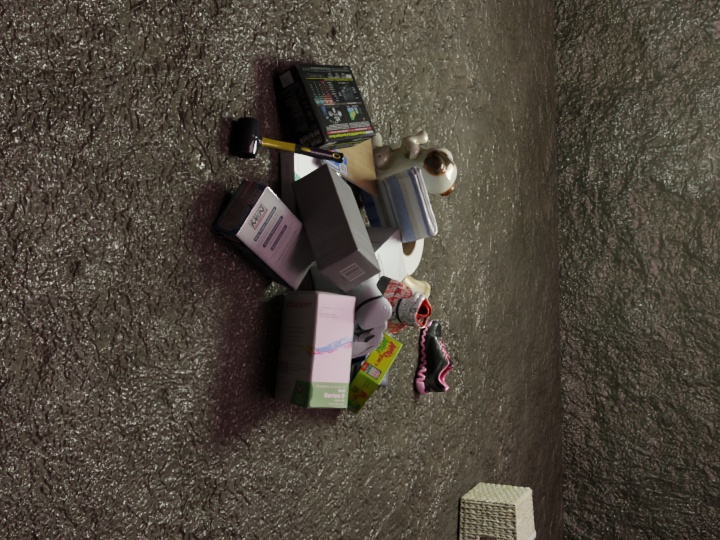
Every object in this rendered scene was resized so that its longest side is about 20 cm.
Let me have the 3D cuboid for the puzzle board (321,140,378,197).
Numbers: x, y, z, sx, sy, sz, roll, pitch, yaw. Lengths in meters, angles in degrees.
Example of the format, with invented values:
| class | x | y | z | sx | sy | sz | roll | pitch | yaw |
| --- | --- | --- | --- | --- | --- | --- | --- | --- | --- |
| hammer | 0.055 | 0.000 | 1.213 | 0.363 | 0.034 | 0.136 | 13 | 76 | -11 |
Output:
| class | x | y | z | sx | sy | sz | roll | pitch | yaw |
| --- | --- | --- | --- | --- | --- | --- | --- | --- | --- |
| puzzle board | -0.030 | -0.248 | 1.475 | 0.200 | 0.017 | 0.151 | 23 | 54 | -53 |

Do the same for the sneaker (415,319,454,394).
| class | x | y | z | sx | sy | sz | roll | pitch | yaw |
| --- | --- | --- | --- | --- | --- | --- | --- | --- | --- |
| sneaker | 0.207 | 0.231 | 1.914 | 0.079 | 0.095 | 0.201 | 26 | 67 | -57 |

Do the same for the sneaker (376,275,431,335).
| class | x | y | z | sx | sy | sz | roll | pitch | yaw |
| --- | --- | --- | --- | --- | --- | --- | --- | --- | --- |
| sneaker | 0.080 | 0.097 | 1.424 | 0.067 | 0.108 | 0.202 | -56 | 161 | -31 |

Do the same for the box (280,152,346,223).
| class | x | y | z | sx | sy | sz | roll | pitch | yaw |
| --- | --- | --- | --- | --- | --- | --- | --- | --- | --- |
| box | -0.087 | -0.152 | 1.409 | 0.200 | 0.036 | 0.145 | -8 | 99 | -60 |

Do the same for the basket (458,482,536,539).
| class | x | y | z | sx | sy | sz | roll | pitch | yaw |
| --- | --- | --- | --- | --- | --- | --- | --- | --- | --- |
| basket | 0.422 | 0.767 | 2.239 | 0.200 | 0.197 | 0.162 | -1 | 89 | -61 |

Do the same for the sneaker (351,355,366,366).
| class | x | y | z | sx | sy | sz | roll | pitch | yaw |
| --- | --- | --- | --- | --- | --- | --- | --- | --- | --- |
| sneaker | -0.014 | 0.168 | 1.509 | 0.200 | 0.088 | 0.076 | -22 | 109 | -61 |

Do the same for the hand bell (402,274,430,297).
| class | x | y | z | sx | sy | sz | roll | pitch | yaw |
| --- | --- | --- | --- | --- | --- | --- | --- | --- | --- |
| hand bell | 0.066 | -0.003 | 1.655 | 0.200 | 0.104 | 0.104 | 51 | 46 | -28 |

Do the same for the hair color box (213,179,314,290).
| class | x | y | z | sx | sy | sz | roll | pitch | yaw |
| --- | --- | --- | --- | --- | --- | --- | --- | --- | --- |
| hair color box | -0.154 | -0.058 | 1.242 | 0.100 | 0.060 | 0.200 | -60 | 145 | -14 |

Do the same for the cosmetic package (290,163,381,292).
| class | x | y | z | sx | sy | sz | roll | pitch | yaw |
| --- | --- | --- | --- | --- | --- | --- | --- | --- | --- |
| cosmetic package | -0.044 | -0.077 | 1.283 | 0.107 | 0.090 | 0.201 | 41 | 23 | -55 |

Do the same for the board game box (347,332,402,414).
| class | x | y | z | sx | sy | sz | roll | pitch | yaw |
| --- | --- | --- | --- | --- | --- | --- | --- | --- | --- |
| board game box | 0.018 | 0.215 | 1.484 | 0.102 | 0.048 | 0.200 | -56 | 176 | -30 |

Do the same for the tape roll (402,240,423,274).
| class | x | y | z | sx | sy | sz | roll | pitch | yaw |
| --- | --- | --- | --- | --- | --- | --- | --- | --- | --- |
| tape roll | 0.100 | -0.087 | 1.758 | 0.203 | 0.037 | 0.204 | -7 | 97 | -61 |

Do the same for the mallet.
| class | x | y | z | sx | sy | sz | roll | pitch | yaw |
| --- | --- | --- | --- | --- | --- | --- | --- | --- | --- |
| mallet | -0.121 | -0.222 | 1.245 | 0.199 | 0.041 | 0.066 | 0 | 84 | -27 |

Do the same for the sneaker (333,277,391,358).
| class | x | y | z | sx | sy | sz | roll | pitch | yaw |
| --- | --- | --- | --- | --- | --- | --- | --- | --- | --- |
| sneaker | -0.004 | 0.079 | 1.357 | 0.200 | 0.075 | 0.115 | 112 | -39 | -51 |

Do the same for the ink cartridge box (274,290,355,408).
| class | x | y | z | sx | sy | sz | roll | pitch | yaw |
| --- | --- | --- | --- | --- | --- | --- | --- | --- | --- |
| ink cartridge box | -0.083 | 0.140 | 1.303 | 0.087 | 0.145 | 0.201 | 5 | 85 | -29 |

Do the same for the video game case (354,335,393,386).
| class | x | y | z | sx | sy | sz | roll | pitch | yaw |
| --- | --- | --- | --- | --- | --- | --- | --- | --- | --- |
| video game case | 0.037 | 0.162 | 1.675 | 0.143 | 0.019 | 0.201 | 26 | 70 | -59 |

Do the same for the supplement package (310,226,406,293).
| class | x | y | z | sx | sy | sz | roll | pitch | yaw |
| --- | --- | --- | --- | --- | --- | --- | --- | --- | --- |
| supplement package | 0.000 | 0.000 | 1.493 | 0.200 | 0.117 | 0.117 | -46 | 133 | -51 |

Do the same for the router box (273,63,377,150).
| class | x | y | z | sx | sy | sz | roll | pitch | yaw |
| --- | --- | --- | --- | --- | --- | --- | --- | --- | --- |
| router box | -0.063 | -0.308 | 1.374 | 0.200 | 0.062 | 0.150 | -24 | 92 | -58 |

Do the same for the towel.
| class | x | y | z | sx | sy | sz | roll | pitch | yaw |
| --- | --- | --- | --- | --- | --- | --- | --- | --- | --- |
| towel | 0.078 | -0.130 | 1.530 | 0.024 | 0.200 | 0.148 | -21 | 96 | -35 |

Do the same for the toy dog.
| class | x | y | z | sx | sy | sz | roll | pitch | yaw |
| --- | --- | --- | --- | --- | --- | --- | --- | --- | --- |
| toy dog | 0.116 | -0.224 | 1.609 | 0.140 | 0.199 | 0.194 | 64 | 39 | -40 |
